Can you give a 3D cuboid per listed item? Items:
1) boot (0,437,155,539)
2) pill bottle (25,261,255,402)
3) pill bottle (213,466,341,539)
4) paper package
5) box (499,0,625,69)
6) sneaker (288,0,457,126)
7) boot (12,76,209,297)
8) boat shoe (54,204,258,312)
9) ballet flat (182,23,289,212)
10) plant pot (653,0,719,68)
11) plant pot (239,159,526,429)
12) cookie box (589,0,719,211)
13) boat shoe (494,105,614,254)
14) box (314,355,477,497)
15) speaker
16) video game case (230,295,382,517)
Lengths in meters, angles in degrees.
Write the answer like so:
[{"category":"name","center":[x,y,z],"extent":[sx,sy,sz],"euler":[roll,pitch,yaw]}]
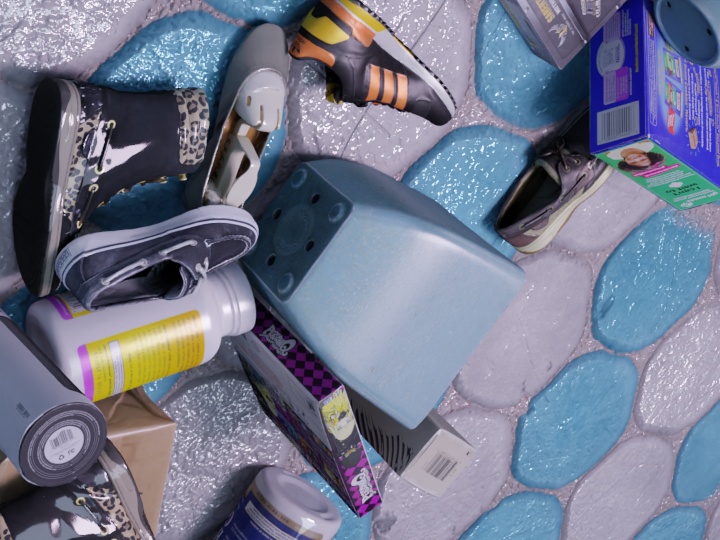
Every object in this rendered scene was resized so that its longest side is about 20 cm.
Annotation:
[{"category":"boot","center":[-0.266,0.261,1.198],"extent":[0.150,0.073,0.200],"euler":[-26,129,-25]},{"category":"pill bottle","center":[-0.202,0.052,1.230],"extent":[0.200,0.104,0.104],"euler":[-18,128,-27]},{"category":"pill bottle","center":[-0.119,0.331,1.483],"extent":[0.111,0.111,0.200],"euler":[25,101,-45]},{"category":"paper package","center":[-0.290,0.216,1.275],"extent":[0.190,0.103,0.200],"euler":[-8,123,-36]},{"category":"box","center":[0.204,-0.325,1.327],"extent":[0.158,0.048,0.200],"euler":[-47,136,-1]},{"category":"sneaker","center":[0.009,-0.186,1.262],"extent":[0.090,0.070,0.200],"euler":[-46,133,6]},{"category":"boot","center":[-0.218,-0.073,1.156],"extent":[0.154,0.073,0.204],"euler":[-8,125,-38]},{"category":"boat shoe","center":[-0.166,-0.005,1.159],"extent":[0.200,0.068,0.072],"euler":[-12,140,-41]},{"category":"ballet flat","center":[-0.103,-0.127,1.213],"extent":[0.067,0.064,0.200],"euler":[9,113,-41]},{"category":"plant pot","center":[0.384,-0.287,1.358],"extent":[0.135,0.200,0.200],"euler":[-39,135,-13]},{"category":"plant pot","center":[0.000,0.000,1.297],"extent":[0.200,0.196,0.196],"euler":[33,97,-40]},{"category":"cookie box","center":[0.334,-0.179,1.449],"extent":[0.200,0.075,0.172],"euler":[23,63,-44]},{"category":"boat shoe","center":[0.225,-0.108,1.475],"extent":[0.065,0.073,0.200],"euler":[22,104,-50]},{"category":"box","center":[0.029,0.150,1.408],"extent":[0.068,0.200,0.082],"euler":[-51,135,3]},{"category":"speaker","center":[-0.298,0.099,1.119],"extent":[0.081,0.200,0.081],"euler":[-21,127,-31]},{"category":"video game case","center":[-0.062,0.130,1.324],"extent":[0.036,0.200,0.182],"euler":[-32,133,-17]}]
